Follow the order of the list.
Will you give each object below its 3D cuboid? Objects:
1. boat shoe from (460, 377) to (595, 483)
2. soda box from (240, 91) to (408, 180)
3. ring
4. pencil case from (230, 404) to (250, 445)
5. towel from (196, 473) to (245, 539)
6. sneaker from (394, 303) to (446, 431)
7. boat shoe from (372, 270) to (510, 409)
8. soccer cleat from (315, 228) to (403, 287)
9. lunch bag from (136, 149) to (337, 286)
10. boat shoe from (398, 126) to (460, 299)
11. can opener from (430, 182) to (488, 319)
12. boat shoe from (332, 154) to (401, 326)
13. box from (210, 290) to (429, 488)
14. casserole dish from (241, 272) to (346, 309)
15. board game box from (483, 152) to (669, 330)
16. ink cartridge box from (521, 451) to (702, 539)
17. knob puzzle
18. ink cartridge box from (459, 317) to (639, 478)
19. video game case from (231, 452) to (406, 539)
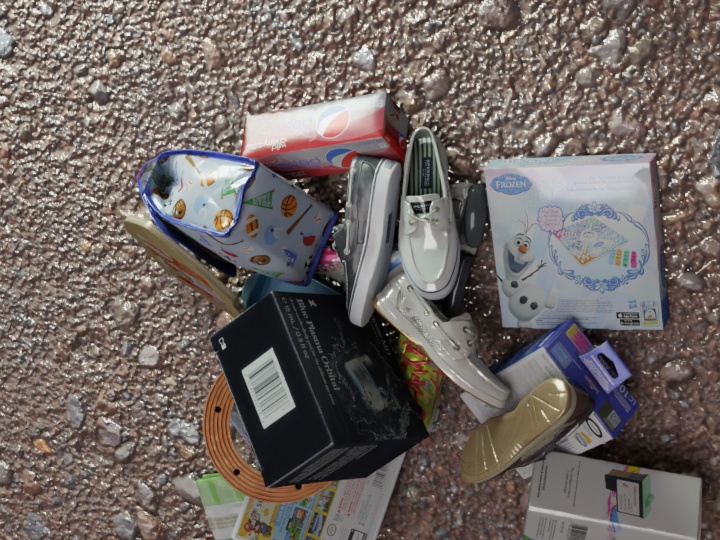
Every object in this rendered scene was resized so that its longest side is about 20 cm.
[{"bbox_3d":[0.191,0.193,1.603,0.064,0.073,0.200,20,134,-28],"label":"boat shoe"},{"bbox_3d":[-0.045,-0.158,1.686,0.197,0.070,0.064,-7,64,26],"label":"soda box"},{"bbox_3d":[-0.104,0.197,1.790,0.197,0.019,0.204,0,89,-5],"label":"ring"},{"bbox_3d":[-0.112,0.223,1.861,0.083,0.091,0.201,-37,93,31],"label":"pencil case"},{"bbox_3d":[-0.140,0.374,1.971,0.147,0.031,0.203,-11,102,25],"label":"towel"},{"bbox_3d":[0.070,0.131,1.743,0.077,0.090,0.203,13,112,21],"label":"sneaker"},{"bbox_3d":[0.106,0.078,1.630,0.200,0.071,0.070,42,95,5],"label":"boat shoe"},{"bbox_3d":[0.000,0.000,1.736,0.197,0.070,0.088,-3,107,25],"label":"soccer cleat"},{"bbox_3d":[-0.161,-0.068,1.708,0.198,0.170,0.125,17,78,41],"label":"lunch bag"},{"bbox_3d":[0.072,-0.069,1.620,0.072,0.067,0.203,-10,69,10],"label":"boat shoe"},{"bbox_3d":[0.110,-0.007,1.664,0.053,0.067,0.203,13,98,-3],"label":"can opener"},{"bbox_3d":[-0.001,-0.036,1.655,0.067,0.072,0.203,13,106,17],"label":"boat shoe"},{"bbox_3d":[-0.047,0.139,1.658,0.117,0.199,0.199,-35,68,29],"label":"box"},{"bbox_3d":[-0.061,0.062,1.807,0.198,0.039,0.122,30,119,13],"label":"casserole dish"},{"bbox_3d":[0.252,-0.032,1.624,0.197,0.043,0.202,0,111,25],"label":"board game box"},{"bbox_3d":[0.295,0.295,1.652,0.197,0.085,0.146,9,146,8],"label":"ink cartridge box"},{"bbox_3d":[-0.223,-0.017,1.771,0.219,0.220,0.031,37,78,8],"label":"knob puzzle"},{"bbox_3d":[0.232,0.149,1.653,0.137,0.076,0.200,52,140,-2],"label":"ink cartridge box"},{"bbox_3d":[-0.051,0.282,1.812,0.180,0.023,0.203,20,87,-4],"label":"video game case"}]
